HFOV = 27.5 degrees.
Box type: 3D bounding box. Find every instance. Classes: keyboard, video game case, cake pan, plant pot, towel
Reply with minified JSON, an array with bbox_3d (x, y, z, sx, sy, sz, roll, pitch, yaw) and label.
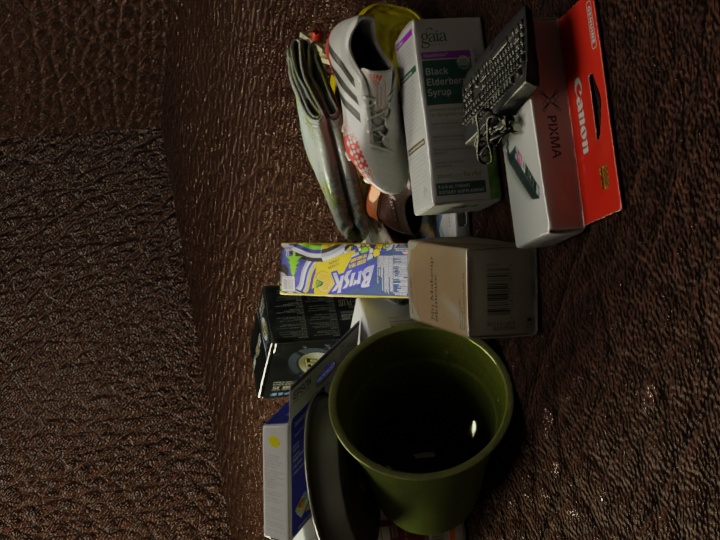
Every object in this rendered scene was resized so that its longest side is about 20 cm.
[{"bbox_3d":[0.120,-0.168,1.392,0.200,0.039,0.105,131,133,-73],"label":"keyboard"},{"bbox_3d":[0.087,-0.097,1.751,0.200,0.022,0.185,-173,79,-76],"label":"video game case"},{"bbox_3d":[-0.017,0.233,1.661,0.200,0.036,0.203,-9,-90,-77],"label":"cake pan"},{"bbox_3d":[0.070,0.194,1.636,0.191,0.198,0.201,85,171,-51],"label":"plant pot"},{"bbox_3d":[-0.042,-0.156,1.767,0.172,0.048,0.201,-108,3,-46],"label":"towel"}]

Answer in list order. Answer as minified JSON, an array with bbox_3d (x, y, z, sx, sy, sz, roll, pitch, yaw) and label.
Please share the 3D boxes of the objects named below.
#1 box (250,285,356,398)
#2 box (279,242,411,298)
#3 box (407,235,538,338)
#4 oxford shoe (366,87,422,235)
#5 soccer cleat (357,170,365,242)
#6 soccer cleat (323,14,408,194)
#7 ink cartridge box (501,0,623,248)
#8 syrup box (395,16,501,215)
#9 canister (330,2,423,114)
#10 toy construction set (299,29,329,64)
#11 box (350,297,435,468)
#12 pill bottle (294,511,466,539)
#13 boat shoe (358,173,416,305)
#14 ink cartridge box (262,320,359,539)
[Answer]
[{"bbox_3d":[-0.037,0.090,1.947,0.164,0.198,0.087,110,153,-57],"label":"box"},{"bbox_3d":[0.000,0.000,1.728,0.198,0.070,0.065,2,90,38],"label":"box"},{"bbox_3d":[0.115,0.015,1.553,0.200,0.077,0.096,-171,79,-75],"label":"box"},{"bbox_3d":[0.066,-0.135,1.692,0.073,0.071,0.202,34,129,31],"label":"oxford shoe"},{"bbox_3d":[0.017,-0.071,1.966,0.078,0.069,0.202,-146,46,-66],"label":"soccer cleat"},{"bbox_3d":[0.014,-0.184,1.622,0.085,0.068,0.202,-27,77,62],"label":"soccer cleat"},{"bbox_3d":[0.175,-0.133,1.345,0.174,0.043,0.203,145,120,-75],"label":"ink cartridge box"},{"bbox_3d":[0.093,-0.165,1.586,0.081,0.078,0.203,153,112,-76],"label":"syrup box"},{"bbox_3d":[0.015,-0.246,1.801,0.200,0.086,0.150,-139,59,-79],"label":"canister"},{"bbox_3d":[-0.035,-0.240,2.077,0.132,0.091,0.202,-115,14,-55],"label":"toy construction set"},{"bbox_3d":[0.048,0.147,1.815,0.201,0.105,0.153,101,159,-46],"label":"box"},{"bbox_3d":[0.020,0.324,1.797,0.114,0.198,0.116,175,90,-76],"label":"pill bottle"},{"bbox_3d":[0.039,-0.055,1.803,0.070,0.070,0.201,-50,38,35],"label":"boat shoe"},{"bbox_3d":[-0.058,0.183,1.733,0.198,0.046,0.202,-41,-45,-59],"label":"ink cartridge box"}]
